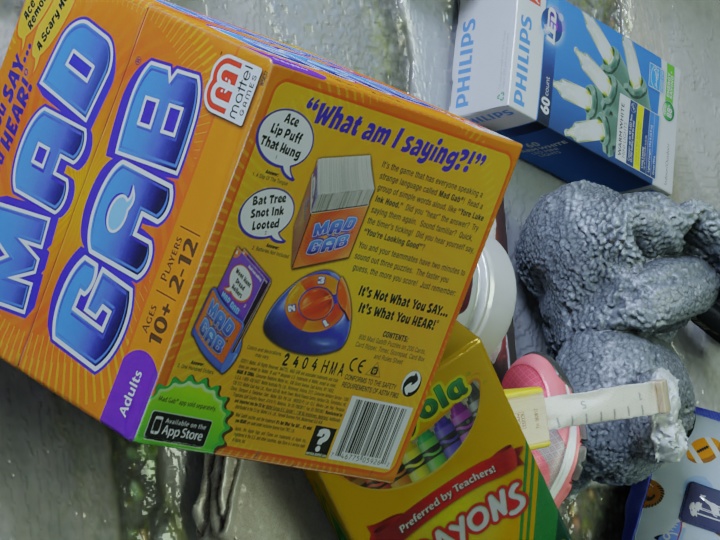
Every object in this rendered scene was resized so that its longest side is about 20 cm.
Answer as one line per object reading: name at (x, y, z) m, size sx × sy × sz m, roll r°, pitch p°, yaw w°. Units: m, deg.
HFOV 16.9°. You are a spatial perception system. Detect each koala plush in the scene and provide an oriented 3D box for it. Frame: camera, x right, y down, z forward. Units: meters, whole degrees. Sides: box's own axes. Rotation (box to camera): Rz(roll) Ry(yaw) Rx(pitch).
koala plush at (0.179, 0.059, 1.674) m, size 0.183 × 0.177 × 0.201 m, roll 29°, pitch 60°, yaw -29°

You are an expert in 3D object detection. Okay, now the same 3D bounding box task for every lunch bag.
lunch bag at (0.275, 0.213, 1.783) m, size 0.200 × 0.124 × 0.171 m, roll 35°, pitch 55°, yaw -23°

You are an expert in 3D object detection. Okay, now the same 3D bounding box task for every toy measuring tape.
toy measuring tape at (0.098, 0.094, 1.557) m, size 0.199 × 0.074 × 0.074 m, roll -9°, pitch 88°, yaw -21°

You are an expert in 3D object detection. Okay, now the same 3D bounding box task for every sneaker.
sneaker at (0.087, 0.146, 1.593) m, size 0.087 × 0.074 × 0.201 m, roll 22°, pitch 77°, yaw -36°

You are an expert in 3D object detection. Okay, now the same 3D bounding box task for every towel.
towel at (-0.027, 0.128, 1.507) m, size 0.200 × 0.034 × 0.133 m, roll 28°, pitch 62°, yaw -45°

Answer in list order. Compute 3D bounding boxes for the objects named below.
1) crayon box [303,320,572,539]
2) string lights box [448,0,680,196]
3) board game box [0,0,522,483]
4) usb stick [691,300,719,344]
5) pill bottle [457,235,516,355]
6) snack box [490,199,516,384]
crayon box at (0.035, 0.117, 1.462) m, size 0.127 × 0.051 × 0.201 m, roll -33°, pitch 119°, yaw -11°
string lights box at (0.149, -0.127, 1.750) m, size 0.200 × 0.059 × 0.103 m, roll 23°, pitch 66°, yaw -45°
board game box at (-0.076, -0.025, 1.301) m, size 0.199 × 0.199 × 0.201 m, roll 14°, pitch 99°, yaw -47°
usb stick at (0.244, 0.012, 1.815) m, size 0.200 × 0.055 × 0.033 m, roll 36°, pitch 69°, yaw -29°
pill bottle at (0.000, 0.000, 1.504) m, size 0.200 × 0.114 × 0.115 m, roll 17°, pitch 69°, yaw -47°
snack box at (0.073, 0.003, 1.658) m, size 0.072 × 0.024 × 0.201 m, roll 4°, pitch 79°, yaw -48°
